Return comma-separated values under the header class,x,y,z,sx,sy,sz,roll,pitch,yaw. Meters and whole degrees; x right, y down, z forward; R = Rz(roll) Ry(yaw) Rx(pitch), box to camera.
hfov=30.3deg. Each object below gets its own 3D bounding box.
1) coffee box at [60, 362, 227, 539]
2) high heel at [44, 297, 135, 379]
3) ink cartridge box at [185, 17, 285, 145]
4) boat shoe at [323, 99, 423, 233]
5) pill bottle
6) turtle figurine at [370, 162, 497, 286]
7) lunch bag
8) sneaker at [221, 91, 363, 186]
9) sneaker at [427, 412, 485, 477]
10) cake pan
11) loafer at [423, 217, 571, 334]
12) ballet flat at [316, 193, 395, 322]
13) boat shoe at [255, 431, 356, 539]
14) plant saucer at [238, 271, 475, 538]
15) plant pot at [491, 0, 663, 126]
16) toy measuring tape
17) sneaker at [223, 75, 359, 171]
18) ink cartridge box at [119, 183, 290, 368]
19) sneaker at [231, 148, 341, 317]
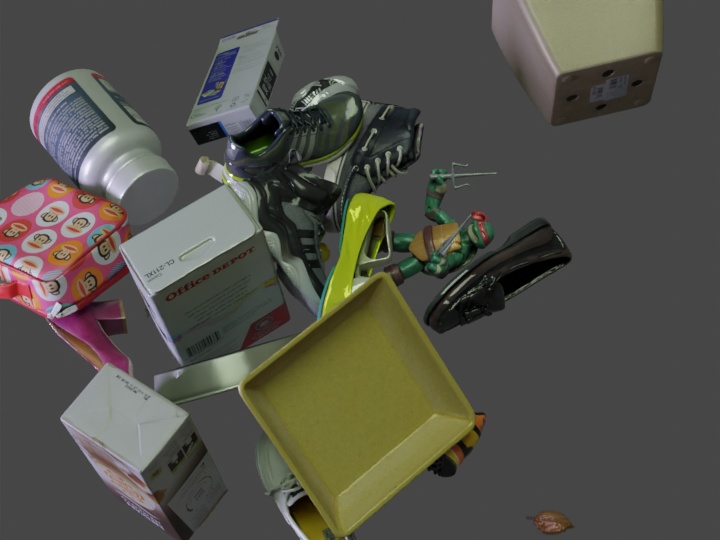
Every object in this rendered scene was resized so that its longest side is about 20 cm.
class,x,y,z,sx,sy,sz,roll,pitch,yaw
coffee box,-0.224,0.197,1.404,0.114,0.201,0.080,29,66,23
high heel,-0.313,0.110,1.544,0.095,0.068,0.201,-9,51,-10
ink cartridge box,-0.157,-0.249,1.740,0.098,0.039,0.201,-14,40,25
boat shoe,0.018,-0.131,1.654,0.092,0.075,0.202,5,58,19
pill bottle,-0.321,-0.153,1.687,0.119,0.120,0.200,-35,60,-15
turtle figurine,0.084,-0.034,1.572,0.198,0.101,0.151,-20,41,13
lunch bag,-0.385,-0.023,1.606,0.199,0.083,0.176,22,50,36
sneaker,-0.079,-0.164,1.597,0.199,0.081,0.074,-33,63,-20
sneaker,0.049,0.142,1.487,0.199,0.070,0.090,35,62,20
cake pan,-0.140,0.108,1.457,0.198,0.200,0.037,-16,89,-3
loafer,0.163,0.014,1.551,0.199,0.072,0.063,-37,65,-19
ballet flat,0.000,0.000,1.509,0.066,0.067,0.202,3,62,19
boat shoe,-0.061,0.241,1.423,0.074,0.086,0.203,-24,58,-8
plant saucer,-0.006,0.137,1.380,0.199,0.048,0.201,-37,104,-18
plant pot,0.282,-0.300,1.669,0.197,0.200,0.179,-12,68,-1
toy measuring tape,-0.125,-0.064,1.614,0.199,0.074,0.074,33,65,0
sneaker,-0.067,-0.157,1.686,0.199,0.075,0.115,-34,60,-8
ink cartridge box,-0.172,0.016,1.512,0.145,0.201,0.083,-31,59,-12
sneaker,-0.057,-0.042,1.549,0.113,0.201,0.075,-37,17,-11
